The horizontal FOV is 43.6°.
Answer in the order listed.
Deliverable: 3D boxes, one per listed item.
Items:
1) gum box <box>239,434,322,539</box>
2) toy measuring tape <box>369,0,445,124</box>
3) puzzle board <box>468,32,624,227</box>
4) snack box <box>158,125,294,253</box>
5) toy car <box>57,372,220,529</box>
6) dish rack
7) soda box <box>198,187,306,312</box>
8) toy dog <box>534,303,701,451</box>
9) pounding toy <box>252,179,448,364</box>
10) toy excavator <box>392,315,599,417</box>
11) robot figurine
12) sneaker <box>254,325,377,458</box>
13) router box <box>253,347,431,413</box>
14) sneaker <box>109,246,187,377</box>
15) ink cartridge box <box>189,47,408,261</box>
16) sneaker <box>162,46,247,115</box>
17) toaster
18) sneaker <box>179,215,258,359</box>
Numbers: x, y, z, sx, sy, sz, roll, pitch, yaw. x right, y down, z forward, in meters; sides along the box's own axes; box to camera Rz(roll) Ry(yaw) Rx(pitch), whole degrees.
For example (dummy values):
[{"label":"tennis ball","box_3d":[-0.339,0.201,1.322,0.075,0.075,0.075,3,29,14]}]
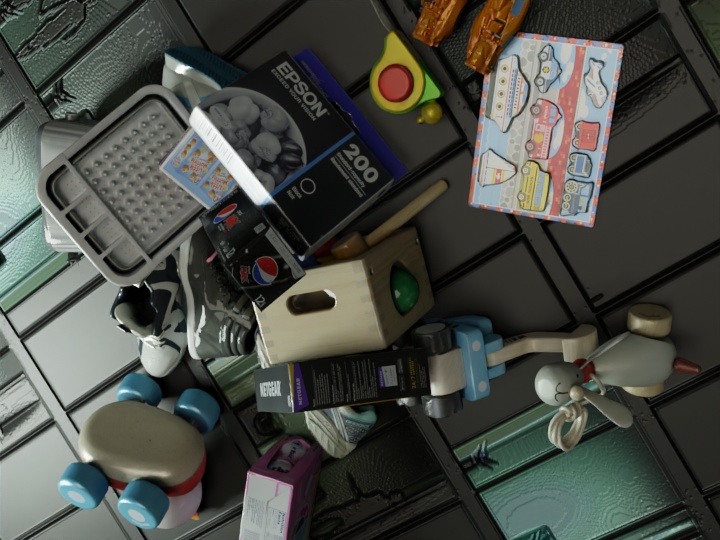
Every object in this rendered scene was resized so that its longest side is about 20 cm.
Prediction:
[{"label":"gum box","box_3d":[-0.108,0.327,1.187,0.065,0.113,0.204,13,107,14]},{"label":"toy measuring tape","box_3d":[0.022,-0.245,1.030,0.073,0.074,0.201,-37,90,22]},{"label":"puzzle board","box_3d":[0.206,-0.160,1.019,0.148,0.017,0.204,10,106,15]},{"label":"snack box","box_3d":[-0.145,-0.089,1.090,0.199,0.024,0.072,41,96,-23]},{"label":"toy car","box_3d":[-0.285,0.284,1.232,0.173,0.186,0.203,12,135,15]},{"label":"dish rack","box_3d":[-0.266,-0.103,1.081,0.199,0.043,0.173,-41,111,-9]},{"label":"soda box","box_3d":[-0.122,-0.028,0.993,0.063,0.200,0.071,-38,114,-2]},{"label":"toy dog","box_3d":[0.288,0.113,0.972,0.096,0.199,0.134,20,139,51]},{"label":"pounding toy","box_3d":[0.000,0.000,1.050,0.197,0.184,0.145,-11,101,28]},{"label":"toy excavator","box_3d":[0.152,0.094,1.060,0.193,0.197,0.102,10,114,61]},{"label":"robot figurine","box_3d":[0.140,-0.326,0.973,0.143,0.058,0.203,30,110,15]},{"label":"sneaker","box_3d":[-0.055,0.137,1.156,0.086,0.078,0.201,-38,97,10]},{"label":"router box","box_3d":[-0.027,0.125,1.019,0.154,0.200,0.053,-5,84,-17]},{"label":"sneaker","box_3d":[-0.278,0.071,1.163,0.078,0.130,0.202,25,119,9]},{"label":"ink cartridge box","box_3d":[-0.058,-0.146,1.018,0.199,0.200,0.043,49,146,0]},{"label":"sneaker","box_3d":[-0.163,-0.196,1.091,0.199,0.076,0.082,37,128,26]},{"label":"toaster","box_3d":[-0.333,-0.100,1.158,0.126,0.114,0.205,4,103,14]},{"label":"sneaker","box_3d":[-0.174,0.022,1.162,0.097,0.071,0.204,4,110,15]}]
